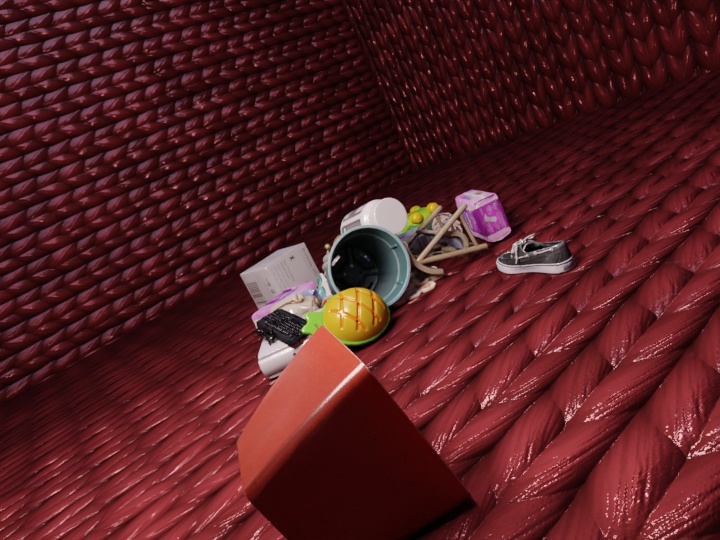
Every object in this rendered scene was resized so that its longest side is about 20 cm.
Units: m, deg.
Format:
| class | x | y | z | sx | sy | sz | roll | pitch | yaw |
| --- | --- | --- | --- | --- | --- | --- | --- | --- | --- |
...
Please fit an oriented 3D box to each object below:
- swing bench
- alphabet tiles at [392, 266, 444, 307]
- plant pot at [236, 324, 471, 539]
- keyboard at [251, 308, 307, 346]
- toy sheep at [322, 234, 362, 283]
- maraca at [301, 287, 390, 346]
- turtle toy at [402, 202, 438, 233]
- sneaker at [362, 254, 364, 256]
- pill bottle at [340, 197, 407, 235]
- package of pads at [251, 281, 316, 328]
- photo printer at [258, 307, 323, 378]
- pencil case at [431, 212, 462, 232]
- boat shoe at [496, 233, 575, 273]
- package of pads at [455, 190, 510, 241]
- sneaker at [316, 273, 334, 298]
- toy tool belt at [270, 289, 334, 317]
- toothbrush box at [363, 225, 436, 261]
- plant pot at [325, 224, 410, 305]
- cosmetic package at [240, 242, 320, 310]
| class | x | y | z | sx | sy | sz | roll | pitch | yaw |
| --- | --- | --- | --- | --- | --- | --- | --- | --- | --- |
| swing bench | 0.187 | -0.071 | 1.344 | 0.200 | 0.130 | 0.199 | -32 | 11 | -5 |
| alphabet tiles | 0.117 | 0.042 | 1.331 | 0.200 | 0.015 | 0.196 | -26 | 13 | -3 |
| plant pot | -0.031 | 0.210 | 0.597 | 0.176 | 0.200 | 0.200 | -40 | 15 | -9 |
| keyboard | -0.191 | 0.126 | 1.193 | 0.104 | 0.040 | 0.200 | -37 | 25 | -24 |
| toy sheep | -0.049 | -0.007 | 1.475 | 0.137 | 0.201 | 0.138 | -1 | -15 | 0 |
| maraca | -0.029 | 0.108 | 1.107 | 0.200 | 0.137 | 0.107 | -24 | -33 | -25 |
| turtle toy | 0.188 | -0.154 | 1.769 | 0.200 | 0.101 | 0.146 | -32 | 14 | -22 |
| sneaker | -0.034 | -0.062 | 1.577 | 0.114 | 0.200 | 0.076 | 7 | -2 | 8 |
| pill bottle | 0.034 | -0.123 | 1.357 | 0.113 | 0.113 | 0.200 | -32 | 7 | -24 |
| package of pads | -0.227 | 0.113 | 1.574 | 0.120 | 0.076 | 0.200 | -14 | 18 | 38 |
| photo printer | -0.135 | 0.163 | 1.211 | 0.200 | 0.070 | 0.166 | -25 | 15 | 3 |
| pencil case | 0.264 | -0.125 | 1.555 | 0.090 | 0.078 | 0.200 | -51 | 7 | 14 |
| boat shoe | 0.351 | -0.035 | 1.065 | 0.073 | 0.068 | 0.199 | -29 | 13 | -17 |
| package of pads | 0.332 | -0.153 | 1.412 | 0.076 | 0.121 | 0.200 | -26 | 13 | 1 |
| sneaker | -0.116 | 0.067 | 1.540 | 0.080 | 0.078 | 0.200 | -36 | 17 | 4 |
| toy tool belt | -0.142 | 0.103 | 1.347 | 0.200 | 0.125 | 0.123 | -27 | 19 | 9 |
| toothbrush box | 0.123 | -0.055 | 1.544 | 0.200 | 0.085 | 0.146 | -20 | 13 | 19 |
| plant pot | 0.000 | 0.000 | 1.285 | 0.200 | 0.201 | 0.196 | -29 | 3 | -14 |
| cosmetic package | -0.272 | 0.027 | 1.793 | 0.165 | 0.165 | 0.200 | -12 | 20 | 45 |
